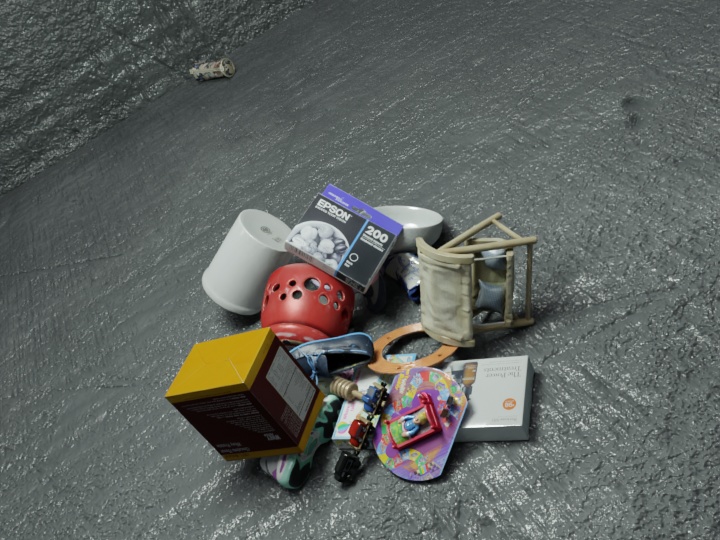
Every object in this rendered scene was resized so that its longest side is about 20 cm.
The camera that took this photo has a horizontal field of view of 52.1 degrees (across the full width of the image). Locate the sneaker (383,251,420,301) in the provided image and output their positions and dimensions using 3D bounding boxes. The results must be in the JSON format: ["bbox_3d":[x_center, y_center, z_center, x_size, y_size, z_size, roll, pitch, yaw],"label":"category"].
[{"bbox_3d":[0.116,0.020,1.626,0.199,0.075,0.088,15,55,43],"label":"sneaker"}]

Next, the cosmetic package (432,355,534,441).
[{"bbox_3d":[0.209,0.235,1.341,0.199,0.052,0.151,-9,45,26],"label":"cosmetic package"}]

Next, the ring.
[{"bbox_3d":[0.107,0.157,1.468,0.199,0.019,0.201,-15,20,6],"label":"ring"}]

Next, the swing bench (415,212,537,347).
[{"bbox_3d":[0.219,0.024,1.409,0.199,0.200,0.130,-19,33,-18],"label":"swing bench"}]

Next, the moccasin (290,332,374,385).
[{"bbox_3d":[-0.070,0.175,1.451,0.199,0.081,0.068,-22,32,3],"label":"moccasin"}]

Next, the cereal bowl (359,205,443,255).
[{"bbox_3d":[0.092,-0.088,1.729,0.199,0.084,0.200,1,21,-1],"label":"cereal bowl"}]

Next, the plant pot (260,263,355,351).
[{"bbox_3d":[-0.123,0.113,1.577,0.199,0.201,0.183,-8,47,26],"label":"plant pot"}]

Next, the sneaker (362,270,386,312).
[{"bbox_3d":[0.000,0.000,1.632,0.082,0.201,0.070,-12,-1,-41],"label":"sneaker"}]

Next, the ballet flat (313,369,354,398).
[{"bbox_3d":[-0.102,0.251,1.507,0.199,0.071,0.069,-29,39,1],"label":"ballet flat"}]

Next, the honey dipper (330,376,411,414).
[{"bbox_3d":[0.025,0.247,1.401,0.199,0.038,0.038,14,55,40],"label":"honey dipper"}]

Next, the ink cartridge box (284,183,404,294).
[{"bbox_3d":[-0.029,-0.080,1.572,0.198,0.043,0.200,29,62,4],"label":"ink cartridge box"}]

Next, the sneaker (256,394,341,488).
[{"bbox_3d":[-0.135,0.318,1.448,0.139,0.078,0.200,10,52,39],"label":"sneaker"}]

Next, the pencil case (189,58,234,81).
[{"bbox_3d":[-0.616,-0.838,3.073,0.199,0.078,0.089,4,30,36],"label":"pencil case"}]

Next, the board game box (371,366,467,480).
[{"bbox_3d":[0.093,0.266,1.305,0.158,0.039,0.201,18,83,36],"label":"board game box"}]

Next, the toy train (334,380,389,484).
[{"bbox_3d":[-0.001,0.294,1.346,0.034,0.046,0.201,22,89,58],"label":"toy train"}]

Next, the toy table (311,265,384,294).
[{"bbox_3d":[-0.053,-0.029,1.758,0.199,0.117,0.184,-9,42,26],"label":"toy table"}]

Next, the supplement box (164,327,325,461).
[{"bbox_3d":[-0.212,0.237,1.377,0.197,0.200,0.133,-15,35,31],"label":"supplement box"}]

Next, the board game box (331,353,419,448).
[{"bbox_3d":[0.035,0.254,1.445,0.134,0.034,0.201,-6,43,27],"label":"board game box"}]

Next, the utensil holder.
[{"bbox_3d":[-0.266,-0.023,1.776,0.200,0.169,0.170,-57,29,26],"label":"utensil holder"}]
